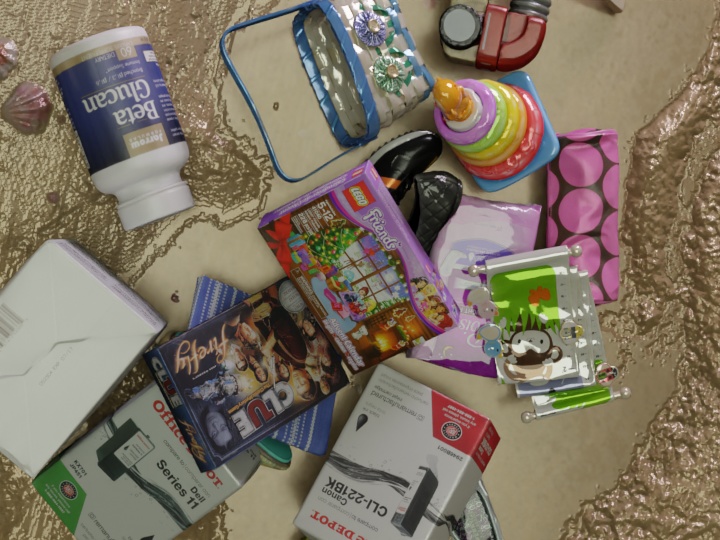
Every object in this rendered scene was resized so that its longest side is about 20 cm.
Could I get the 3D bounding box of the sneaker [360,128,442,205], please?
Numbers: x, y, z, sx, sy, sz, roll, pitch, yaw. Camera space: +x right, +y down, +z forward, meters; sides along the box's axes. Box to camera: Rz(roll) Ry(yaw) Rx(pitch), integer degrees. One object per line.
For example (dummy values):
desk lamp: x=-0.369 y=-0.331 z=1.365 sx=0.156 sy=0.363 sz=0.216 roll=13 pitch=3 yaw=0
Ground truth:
sneaker: x=0.020 y=-0.069 z=1.496 sx=0.199 sy=0.070 sz=0.090 roll=-34 pitch=67 yaw=2

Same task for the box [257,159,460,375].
box: x=0.000 y=0.000 z=1.442 sx=0.136 sy=0.039 sz=0.201 roll=-26 pitch=110 yaw=19

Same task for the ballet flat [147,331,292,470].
ballet flat: x=-0.160 y=0.156 z=1.510 sx=0.071 sy=0.071 sz=0.200 roll=-43 pitch=95 yaw=-2

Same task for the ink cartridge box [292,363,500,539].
ink cartridge box: x=0.040 y=0.227 z=1.462 sx=0.143 sy=0.084 sz=0.201 roll=25 pitch=78 yaw=21

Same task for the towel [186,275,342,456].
towel: x=-0.106 y=0.104 z=1.465 sx=0.199 sy=0.024 sz=0.146 roll=25 pitch=61 yaw=-29

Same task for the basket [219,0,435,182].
basket: x=-0.035 y=-0.212 z=1.466 sx=0.199 sy=0.139 sz=0.178 roll=-27 pitch=95 yaw=-14

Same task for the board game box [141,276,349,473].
board game box: x=-0.115 y=0.104 z=1.421 sx=0.199 sy=0.034 sz=0.137 roll=-30 pitch=95 yaw=-40

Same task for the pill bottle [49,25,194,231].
pill bottle: x=-0.250 y=-0.150 z=1.463 sx=0.110 sy=0.111 sz=0.202 roll=-20 pitch=94 yaw=-4

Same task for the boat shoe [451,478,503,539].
boat shoe: x=0.111 y=0.245 z=1.527 sx=0.069 sy=0.072 sz=0.202 roll=-26 pitch=92 yaw=-3

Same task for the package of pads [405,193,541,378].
package of pads: x=0.125 y=0.014 z=1.520 sx=0.119 sy=0.076 sz=0.203 roll=11 pitch=91 yaw=-3

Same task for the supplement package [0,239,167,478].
supplement package: x=-0.319 y=0.083 z=1.420 sx=0.147 sy=0.200 sz=0.192 roll=41 pitch=87 yaw=-5

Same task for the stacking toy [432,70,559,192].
stacking toy: x=0.121 y=-0.163 z=1.441 sx=0.109 sy=0.200 sz=0.117 roll=-28 pitch=72 yaw=21

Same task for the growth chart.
growth chart: x=0.200 y=0.069 z=1.477 sx=0.143 sy=0.018 sz=0.202 roll=-19 pitch=104 yaw=2

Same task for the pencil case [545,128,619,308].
pencil case: x=0.244 y=-0.058 z=1.525 sx=0.092 sy=0.091 sz=0.203 roll=0 pitch=90 yaw=3

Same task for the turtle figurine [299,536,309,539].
turtle figurine: x=0.009 y=0.345 z=1.525 sx=0.199 sy=0.064 sz=0.162 roll=-39 pitch=86 yaw=8

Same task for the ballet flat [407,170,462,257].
ballet flat: x=0.051 y=-0.033 z=1.482 sx=0.056 sy=0.067 sz=0.201 roll=11 pitch=129 yaw=-19

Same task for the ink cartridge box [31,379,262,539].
ink cartridge box: x=-0.227 y=0.214 z=1.460 sx=0.199 sy=0.083 sz=0.147 roll=-38 pitch=94 yaw=17

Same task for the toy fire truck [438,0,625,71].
toy fire truck: x=0.196 y=-0.302 z=1.506 sx=0.198 sy=0.129 sz=0.178 roll=12 pitch=91 yaw=5
